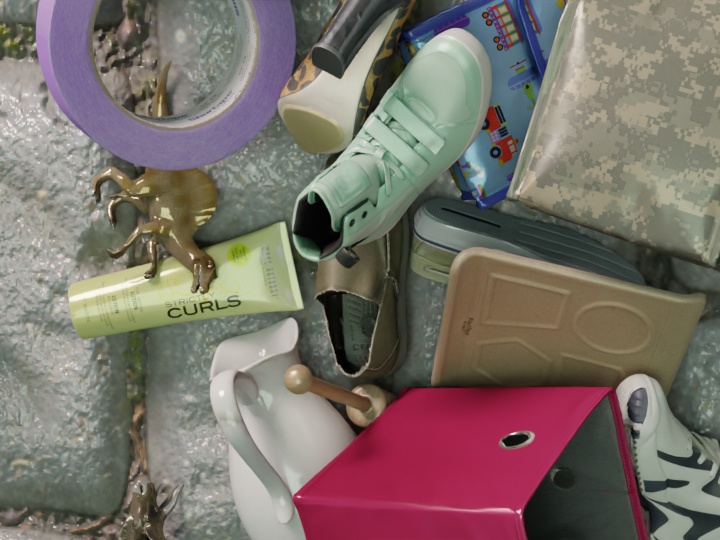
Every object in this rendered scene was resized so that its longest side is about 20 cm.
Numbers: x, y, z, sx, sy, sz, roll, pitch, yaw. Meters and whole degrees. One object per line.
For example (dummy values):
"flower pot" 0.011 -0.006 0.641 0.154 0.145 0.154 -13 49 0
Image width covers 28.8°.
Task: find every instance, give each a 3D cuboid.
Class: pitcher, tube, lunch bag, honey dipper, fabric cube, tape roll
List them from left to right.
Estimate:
"tape roll" -0.154 -0.184 1.114 0.198 0.066 0.202 -6 106 -20
"tube" -0.152 0.014 1.213 0.198 0.052 0.058 -11 135 5
"pitcher" -0.065 0.159 1.167 0.120 0.172 0.202 -19 99 16
"honey dipper" -0.014 0.101 1.138 0.038 0.200 0.038 -5 74 19
"fabric cube" 0.097 0.218 1.107 0.198 0.196 0.202 -2 112 34
"lunch bag" 0.148 -0.162 1.123 0.199 0.094 0.152 -25 100 -2
"lunch bag" 0.216 -0.119 1.020 0.163 0.117 0.202 19 94 19

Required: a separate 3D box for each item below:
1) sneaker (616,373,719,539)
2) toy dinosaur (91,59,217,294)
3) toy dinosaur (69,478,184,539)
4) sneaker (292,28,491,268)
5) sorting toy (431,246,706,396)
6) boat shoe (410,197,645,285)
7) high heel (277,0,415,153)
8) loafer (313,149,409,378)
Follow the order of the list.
"sneaker" 0.287 0.155 1.155 0.128 0.080 0.201 -17 115 2
"toy dinosaur" -0.174 -0.068 1.199 0.100 0.058 0.202 -14 82 2
"toy dinosaur" -0.216 0.289 1.264 0.101 0.077 0.202 0 120 -26
"sneaker" 0.021 -0.084 1.041 0.074 0.118 0.201 39 122 11
"sorting toy" 0.164 0.054 1.143 0.198 0.037 0.186 10 142 4
"boat shoe" 0.136 -0.002 1.167 0.198 0.072 0.062 21 123 10
"high heel" 0.000 -0.176 1.108 0.071 0.200 0.143 31 68 2
"loafer" 0.000 0.000 1.169 0.075 0.070 0.202 -3 103 24
